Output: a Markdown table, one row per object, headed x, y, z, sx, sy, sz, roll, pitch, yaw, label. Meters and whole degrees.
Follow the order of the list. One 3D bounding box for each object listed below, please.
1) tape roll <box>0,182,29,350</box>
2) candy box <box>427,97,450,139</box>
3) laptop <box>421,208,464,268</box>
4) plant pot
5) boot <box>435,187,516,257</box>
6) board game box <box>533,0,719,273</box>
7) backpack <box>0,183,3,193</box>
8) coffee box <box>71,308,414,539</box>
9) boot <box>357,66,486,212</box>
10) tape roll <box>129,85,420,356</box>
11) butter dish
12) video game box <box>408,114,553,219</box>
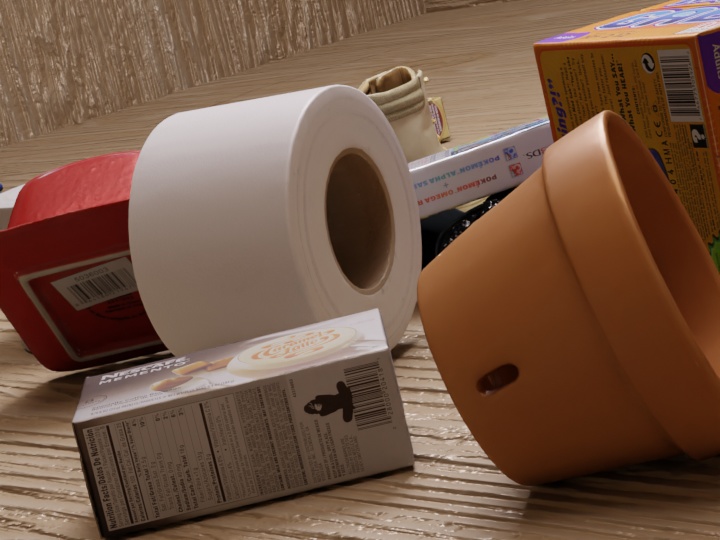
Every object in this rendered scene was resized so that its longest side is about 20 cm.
| x | y | z | sx | sy | sz | roll | pitch | yaw | label |
| --- | --- | --- | --- | --- | --- | --- | --- | --- | --- |
| -0.229 | -0.021 | 1.971 | 0.202 | 0.140 | 0.203 | -12 | 11 | 3 | tape roll |
| -0.006 | -0.159 | 2.608 | 0.199 | 0.056 | 0.115 | -18 | 12 | -25 | candy box |
| 0.000 | 0.000 | 1.929 | 0.200 | 0.104 | 0.177 | -37 | -6 | 37 | laptop |
| 0.124 | 0.030 | 1.208 | 0.140 | 0.201 | 0.200 | -27 | 7 | 17 | plant pot |
| 0.171 | -0.044 | 1.760 | 0.199 | 0.077 | 0.168 | -14 | 8 | 19 | boot |
| 0.278 | -0.096 | 1.570 | 0.199 | 0.201 | 0.200 | -19 | 13 | -27 | board game box |
| -0.505 | -0.061 | 2.509 | 0.189 | 0.155 | 0.200 | -3 | 9 | 2 | backpack |
| -0.073 | 0.094 | 1.359 | 0.199 | 0.080 | 0.114 | -13 | 11 | 1 | coffee box |
| 0.062 | -0.123 | 2.081 | 0.073 | 0.156 | 0.200 | -6 | 13 | 35 | boot |
| -0.059 | -0.028 | 1.601 | 0.139 | 0.204 | 0.203 | -8 | 12 | 29 | tape roll |
| -0.198 | -0.030 | 1.761 | 0.199 | 0.200 | 0.148 | -13 | 53 | 10 | butter dish |
| 0.095 | -0.085 | 1.808 | 0.181 | 0.047 | 0.200 | -21 | 4 | 5 | video game box |
